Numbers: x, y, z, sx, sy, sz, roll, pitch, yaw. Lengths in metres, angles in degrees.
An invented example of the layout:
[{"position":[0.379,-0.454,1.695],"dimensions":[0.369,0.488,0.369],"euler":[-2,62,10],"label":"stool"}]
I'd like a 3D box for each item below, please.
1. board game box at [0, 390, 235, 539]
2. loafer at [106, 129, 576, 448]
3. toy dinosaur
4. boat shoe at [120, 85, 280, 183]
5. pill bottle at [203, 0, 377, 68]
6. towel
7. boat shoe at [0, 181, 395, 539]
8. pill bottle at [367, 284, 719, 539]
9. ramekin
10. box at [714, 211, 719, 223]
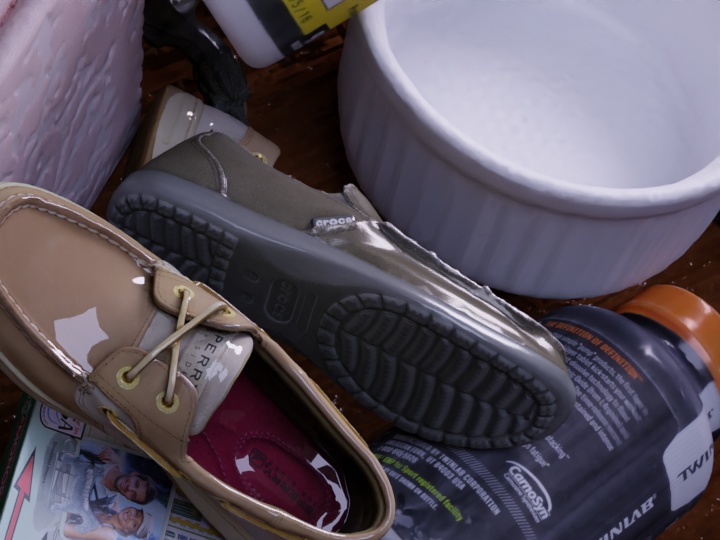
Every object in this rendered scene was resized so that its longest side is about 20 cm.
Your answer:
[{"position":[-0.090,0.157,1.027],"dimensions":[0.134,0.029,0.201],"euler":[20,72,-18],"label":"board game box"},{"position":[0.000,0.000,1.085],"dimensions":[0.199,0.075,0.070],"euler":[29,49,-2],"label":"loafer"},{"position":[-0.117,-0.139,1.164],"dimensions":[0.200,0.047,0.088],"euler":[32,26,-27],"label":"toy dinosaur"},{"position":[-0.076,0.019,1.128],"dimensions":[0.069,0.074,0.201],"euler":[18,66,-11],"label":"boat shoe"},{"position":[0.014,-0.177,1.093],"dimensions":[0.200,0.114,0.115],"euler":[-31,86,4],"label":"pill bottle"},{"position":[-0.137,-0.044,1.057],"dimensions":[0.032,0.200,0.191],"euler":[23,60,8],"label":"towel"},{"position":[-0.063,0.036,0.991],"dimensions":[0.200,0.066,0.074],"euler":[39,65,-26],"label":"boat shoe"},{"position":[0.076,0.084,1.154],"dimensions":[0.200,0.106,0.106],"euler":[-35,88,-28],"label":"pill bottle"},{"position":[0.084,-0.084,1.193],"dimensions":[0.199,0.098,0.201],"euler":[7,54,-10],"label":"ramekin"},{"position":[0.254,-0.039,1.219],"dimensions":[0.161,0.200,0.049],"euler":[41,60,-6],"label":"box"}]
